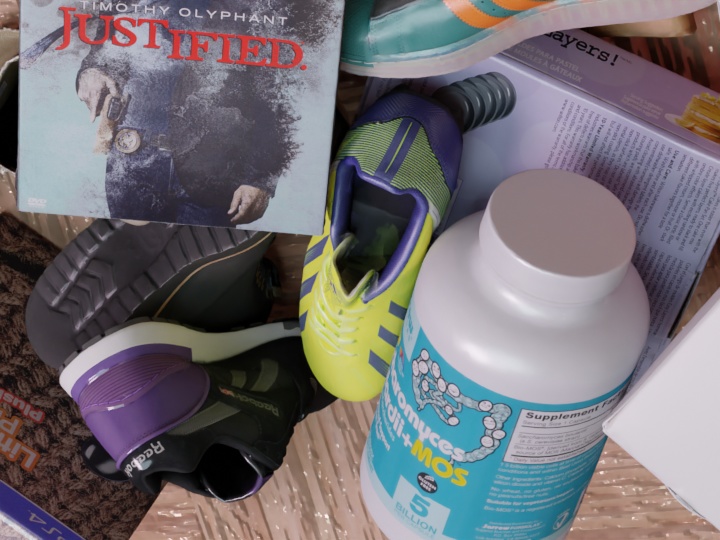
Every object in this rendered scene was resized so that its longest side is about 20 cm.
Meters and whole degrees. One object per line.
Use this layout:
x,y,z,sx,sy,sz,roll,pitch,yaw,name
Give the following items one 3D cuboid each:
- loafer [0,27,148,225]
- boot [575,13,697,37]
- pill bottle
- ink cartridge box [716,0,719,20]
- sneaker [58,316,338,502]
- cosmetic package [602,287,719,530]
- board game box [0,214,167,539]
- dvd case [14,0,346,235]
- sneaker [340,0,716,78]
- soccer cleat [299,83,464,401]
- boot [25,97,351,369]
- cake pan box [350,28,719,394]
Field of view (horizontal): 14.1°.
-0.157,-0.081,1.430,0.068,0.200,0.076,21,93,-37,loafer
0.121,-0.193,1.317,0.188,0.068,0.200,-5,117,22,boot
0.071,0.046,1.376,0.111,0.111,0.200,23,134,7,pill bottle
0.180,-0.130,1.275,0.050,0.162,0.200,16,123,6,ink cartridge box
-0.066,0.079,1.461,0.076,0.200,0.088,-40,68,29,sneaker
0.214,0.027,1.299,0.108,0.085,0.200,42,124,3,cosmetic package
-0.183,0.091,1.511,0.159,0.200,0.097,35,124,-2,board game box
-0.080,-0.103,1.288,0.146,0.022,0.200,5,128,-2,dvd case
0.066,-0.146,1.294,0.200,0.071,0.080,-13,134,10,sneaker
-0.001,-0.001,1.390,0.065,0.084,0.200,24,136,7,soccer cleat
-0.059,-0.020,1.465,0.200,0.138,0.078,-37,67,23,boot
0.081,-0.030,1.417,0.184,0.052,0.200,25,134,8,cake pan box
